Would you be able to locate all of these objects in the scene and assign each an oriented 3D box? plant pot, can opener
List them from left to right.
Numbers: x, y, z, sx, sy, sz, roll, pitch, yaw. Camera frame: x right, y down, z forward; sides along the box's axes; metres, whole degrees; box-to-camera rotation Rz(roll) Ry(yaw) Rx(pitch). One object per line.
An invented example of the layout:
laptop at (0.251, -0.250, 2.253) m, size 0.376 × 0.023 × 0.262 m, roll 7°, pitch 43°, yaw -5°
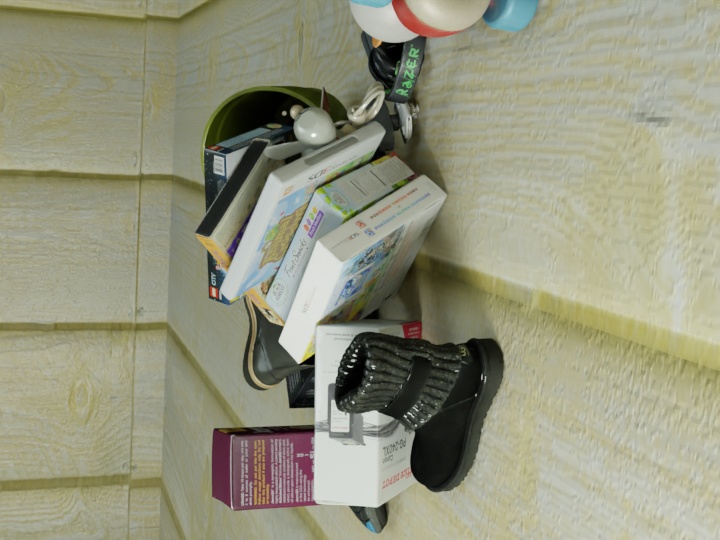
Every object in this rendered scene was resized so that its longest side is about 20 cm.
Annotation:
plant pot at (-0.096, -0.174, 1.374) m, size 0.193 × 0.200 × 0.201 m, roll -56°, pitch -23°, yaw -65°
can opener at (0.028, -0.243, 1.241) m, size 0.053 × 0.066 × 0.201 m, roll 98°, pitch 163°, yaw -58°

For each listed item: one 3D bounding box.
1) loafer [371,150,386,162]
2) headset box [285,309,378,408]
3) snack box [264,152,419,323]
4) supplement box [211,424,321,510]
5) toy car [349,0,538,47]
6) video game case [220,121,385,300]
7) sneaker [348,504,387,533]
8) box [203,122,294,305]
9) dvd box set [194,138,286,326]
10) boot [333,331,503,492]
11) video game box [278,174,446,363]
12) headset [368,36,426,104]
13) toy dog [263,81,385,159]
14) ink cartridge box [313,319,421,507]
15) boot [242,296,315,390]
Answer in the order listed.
loafer at (0.000, -0.066, 1.294) m, size 0.070 × 0.068 × 0.201 m, roll -104°, pitch 21°, yaw -82°
headset box at (-0.051, 0.086, 1.404) m, size 0.200 × 0.092 × 0.175 m, roll 120°, pitch 145°, yaw -55°
snack box at (-0.024, -0.037, 1.175) m, size 0.053 × 0.142 × 0.200 m, roll 45°, pitch 136°, yaw 16°
supplement box at (-0.098, 0.271, 1.368) m, size 0.131 × 0.199 × 0.104 m, roll 168°, pitch 102°, yaw -69°
toy car at (0.045, -0.303, 0.978) m, size 0.200 × 0.184 × 0.178 m, roll -12°, pitch 78°, yaw 63°
video game case at (-0.066, -0.067, 1.124) m, size 0.022 × 0.182 × 0.200 m, roll 44°, pitch 136°, yaw 14°
sneaker at (0.012, 0.243, 1.263) m, size 0.073 × 0.082 × 0.201 m, roll 14°, pitch 121°, yaw 60°
box at (-0.138, -0.072, 1.237) m, size 0.038 × 0.136 × 0.201 m, roll 17°, pitch 119°, yaw 28°
dvd box set at (-0.111, -0.044, 1.209) m, size 0.029 × 0.200 × 0.147 m, roll 14°, pitch 65°, yaw 33°
boot at (0.045, 0.149, 1.022) m, size 0.080 × 0.157 × 0.212 m, roll -119°, pitch 36°, yaw -51°
video game box at (0.000, 0.000, 1.146) m, size 0.047 × 0.182 × 0.200 m, roll 42°, pitch 141°, yaw 15°
headset at (0.037, -0.283, 1.169) m, size 0.200 × 0.094 × 0.124 m, roll -91°, pitch 14°, yaw -52°
toy dog at (-0.053, -0.161, 1.153) m, size 0.096 × 0.132 × 0.200 m, roll 42°, pitch 157°, yaw 13°
ink cartridge box at (0.010, 0.161, 1.140) m, size 0.145 × 0.083 × 0.201 m, roll -2°, pitch -88°, yaw -68°
boot at (-0.094, 0.051, 1.315) m, size 0.138 × 0.077 × 0.201 m, roll -25°, pitch 63°, yaw 52°
